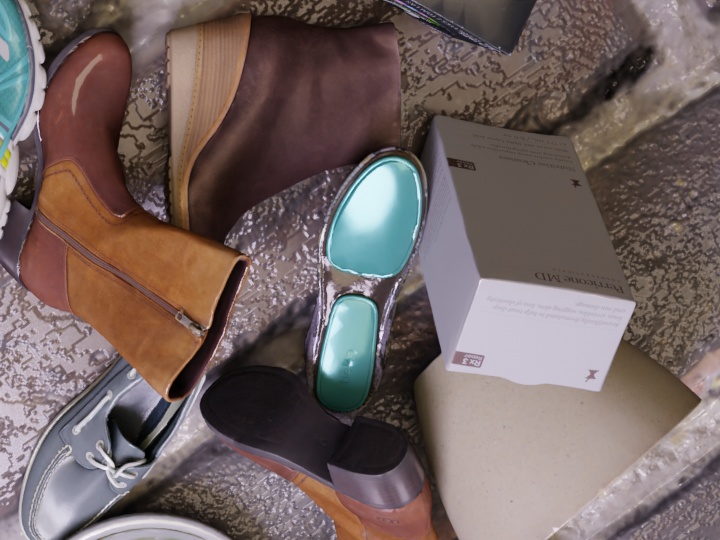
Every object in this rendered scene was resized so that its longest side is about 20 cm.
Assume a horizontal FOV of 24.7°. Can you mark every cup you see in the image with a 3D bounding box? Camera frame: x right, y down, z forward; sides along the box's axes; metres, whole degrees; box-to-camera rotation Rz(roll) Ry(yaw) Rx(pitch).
[{"bbox_3d":[0.121,0.103,1.170,0.200,0.200,0.143,-39,80,-2],"label":"cup"}]

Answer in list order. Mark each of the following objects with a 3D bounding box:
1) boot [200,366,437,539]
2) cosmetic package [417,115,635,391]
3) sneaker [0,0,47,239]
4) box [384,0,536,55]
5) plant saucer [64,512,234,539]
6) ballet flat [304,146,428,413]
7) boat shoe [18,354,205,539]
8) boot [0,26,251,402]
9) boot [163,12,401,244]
[{"bbox_3d":[-0.015,0.166,1.179,0.069,0.187,0.201,-57,144,-33],"label":"boot"},{"bbox_3d":[0.103,-0.015,1.115,0.112,0.201,0.082,7,124,-15],"label":"cosmetic package"},{"bbox_3d":[-0.259,-0.096,1.066,0.077,0.080,0.202,7,87,28],"label":"sneaker"},{"bbox_3d":[0.024,-0.246,1.081,0.199,0.149,0.125,25,96,-16],"label":"box"},{"bbox_3d":[-0.158,0.266,1.197,0.198,0.050,0.202,-3,102,-12],"label":"plant saucer"},{"bbox_3d":[0.000,0.000,1.164,0.071,0.072,0.202,9,111,-14],"label":"ballet flat"},{"bbox_3d":[-0.174,0.117,1.157,0.073,0.062,0.200,37,91,-17],"label":"boat shoe"},{"bbox_3d":[-0.146,-0.042,1.058,0.068,0.199,0.189,19,98,-50],"label":"boot"},{"bbox_3d":[-0.052,-0.076,1.139,0.165,0.072,0.202,0,98,-10],"label":"boot"}]
